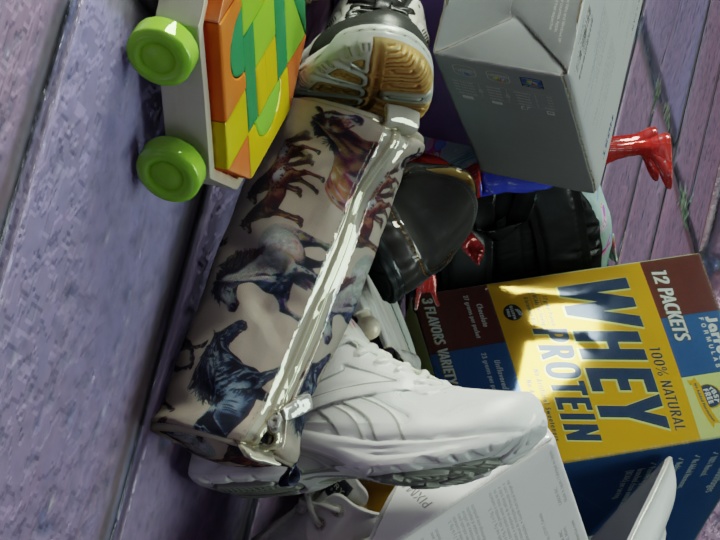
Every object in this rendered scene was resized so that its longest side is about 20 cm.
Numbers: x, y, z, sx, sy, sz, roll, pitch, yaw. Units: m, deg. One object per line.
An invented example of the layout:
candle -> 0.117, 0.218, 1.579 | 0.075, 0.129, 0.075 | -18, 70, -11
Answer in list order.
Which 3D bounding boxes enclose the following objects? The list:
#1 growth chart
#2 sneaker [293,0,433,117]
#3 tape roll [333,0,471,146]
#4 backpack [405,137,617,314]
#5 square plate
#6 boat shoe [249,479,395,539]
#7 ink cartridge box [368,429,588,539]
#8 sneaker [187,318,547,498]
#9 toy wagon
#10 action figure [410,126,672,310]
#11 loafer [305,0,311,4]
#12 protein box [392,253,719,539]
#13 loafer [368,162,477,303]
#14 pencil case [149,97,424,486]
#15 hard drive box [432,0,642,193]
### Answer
growth chart -> 0.000, 0.000, 1.472 | 0.200, 0.018, 0.145 | 54, 13, -70
sneaker -> 0.001, -0.118, 1.343 | 0.200, 0.075, 0.088 | 118, -19, -79
tape roll -> 0.052, -0.180, 1.533 | 0.200, 0.085, 0.201 | 11, 90, -77
backpack -> 0.091, -0.031, 1.693 | 0.200, 0.166, 0.127 | 79, -7, -56
square plate -> 0.132, 0.238, 1.591 | 0.198, 0.028, 0.200 | -61, -179, -39
boat shoe -> -0.006, 0.134, 1.418 | 0.071, 0.200, 0.070 | 58, -4, 45
ink cartridge box -> 0.037, 0.189, 1.402 | 0.200, 0.050, 0.161 | -31, 129, -14
sneaker -> 0.001, 0.064, 1.327 | 0.078, 0.199, 0.100 | 31, 57, -66
toy wagon -> -0.064, -0.134, 1.195 | 0.155, 0.039, 0.200 | -65, 161, -45
action figure -> 0.090, -0.033, 1.560 | 0.065, 0.199, 0.099 | -125, -148, -82
loafer -> 0.010, -0.226, 1.354 | 0.076, 0.067, 0.200 | 77, 28, -60
protein box -> 0.129, 0.108, 1.675 | 0.199, 0.199, 0.135 | 106, -28, -58
loafer -> 0.030, -0.032, 1.425 | 0.200, 0.072, 0.073 | -86, 150, -79
pencil case -> -0.034, 0.005, 1.285 | 0.078, 0.089, 0.200 | 29, 80, -43
hard drive box -> 0.107, -0.151, 1.438 | 0.200, 0.077, 0.156 | 59, 44, -70
